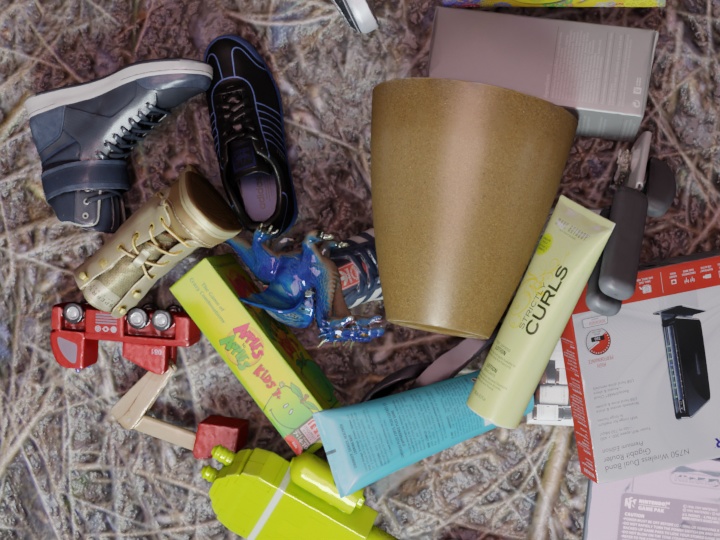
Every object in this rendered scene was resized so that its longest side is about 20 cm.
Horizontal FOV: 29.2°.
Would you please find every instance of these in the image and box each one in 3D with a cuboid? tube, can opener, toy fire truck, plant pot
[{"bbox_3d":[0.153,0.037,1.197,0.058,0.052,0.202,27,100,13],"label":"tube"},{"bbox_3d":[0.241,-0.044,1.216,0.066,0.201,0.053,24,140,-1],"label":"can opener"},{"bbox_3d":[-0.208,0.105,1.352,0.197,0.049,0.143,4,95,8],"label":"toy fire truck"},{"bbox_3d":[0.086,-0.046,1.218,0.184,0.186,0.203,9,85,7],"label":"plant pot"},{"bbox_3d":[0.060,0.135,1.244,0.198,0.050,0.078,-17,74,-18],"label":"tube"}]

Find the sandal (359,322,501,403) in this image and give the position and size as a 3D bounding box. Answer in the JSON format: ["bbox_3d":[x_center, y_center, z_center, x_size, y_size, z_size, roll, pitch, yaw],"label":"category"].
[{"bbox_3d":[0.049,0.107,1.308,0.200,0.076,0.043,-41,85,-2],"label":"sandal"}]

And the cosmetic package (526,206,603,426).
[{"bbox_3d":[0.198,0.042,1.291,0.081,0.051,0.203,1,94,7],"label":"cosmetic package"}]

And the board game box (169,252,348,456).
[{"bbox_3d":[-0.091,0.078,1.307,0.047,0.102,0.201,-38,88,9],"label":"board game box"}]

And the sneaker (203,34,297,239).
[{"bbox_3d":[-0.106,-0.129,1.309,0.069,0.078,0.202,-17,91,9],"label":"sneaker"}]

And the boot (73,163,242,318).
[{"bbox_3d":[-0.189,-0.020,1.259,0.155,0.200,0.073,-42,106,0],"label":"boot"}]

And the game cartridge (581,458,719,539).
[{"bbox_3d":[0.309,0.237,1.295,0.197,0.040,0.135,7,98,7],"label":"game cartridge"}]

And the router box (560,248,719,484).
[{"bbox_3d":[0.285,0.082,1.250,0.198,0.049,0.182,-11,96,-9],"label":"router box"}]

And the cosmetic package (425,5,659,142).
[{"bbox_3d":[0.160,-0.176,1.252,0.197,0.107,0.091,11,85,6],"label":"cosmetic package"}]

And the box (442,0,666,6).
[{"bbox_3d":[0.170,-0.343,1.200,0.197,0.122,0.195,2,65,8],"label":"box"}]

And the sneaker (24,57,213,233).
[{"bbox_3d":[-0.220,-0.114,1.315,0.200,0.077,0.148,-14,81,22],"label":"sneaker"}]

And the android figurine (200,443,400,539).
[{"bbox_3d":[-0.059,0.228,1.288,0.199,0.183,0.041,30,53,2],"label":"android figurine"}]

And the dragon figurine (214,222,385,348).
[{"bbox_3d":[-0.069,0.015,1.238,0.198,0.059,0.101,8,80,26],"label":"dragon figurine"}]

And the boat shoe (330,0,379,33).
[{"bbox_3d":[-0.055,-0.298,1.295,0.067,0.072,0.201,-33,86,6],"label":"boat shoe"}]

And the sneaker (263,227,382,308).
[{"bbox_3d":[0.000,0.000,1.298,0.198,0.085,0.076,-23,90,8],"label":"sneaker"}]
